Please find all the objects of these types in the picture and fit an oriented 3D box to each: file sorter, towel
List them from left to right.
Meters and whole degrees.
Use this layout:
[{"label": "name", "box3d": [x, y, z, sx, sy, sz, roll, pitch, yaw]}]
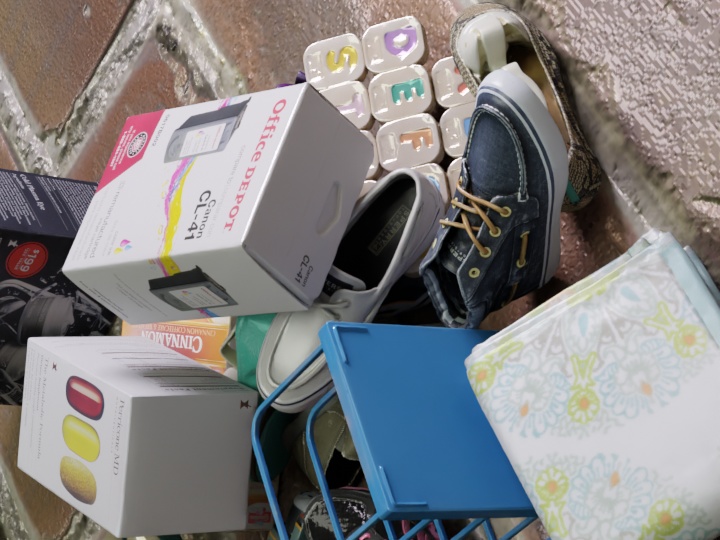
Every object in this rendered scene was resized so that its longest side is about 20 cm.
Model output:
[{"label": "file sorter", "box3d": [0.045, 0.128, 1.351, 0.123, 0.199, 0.139, -45, 53, 41]}, {"label": "towel", "box3d": [0.175, 0.090, 1.264, 0.171, 0.048, 0.200, -34, 57, 11]}]

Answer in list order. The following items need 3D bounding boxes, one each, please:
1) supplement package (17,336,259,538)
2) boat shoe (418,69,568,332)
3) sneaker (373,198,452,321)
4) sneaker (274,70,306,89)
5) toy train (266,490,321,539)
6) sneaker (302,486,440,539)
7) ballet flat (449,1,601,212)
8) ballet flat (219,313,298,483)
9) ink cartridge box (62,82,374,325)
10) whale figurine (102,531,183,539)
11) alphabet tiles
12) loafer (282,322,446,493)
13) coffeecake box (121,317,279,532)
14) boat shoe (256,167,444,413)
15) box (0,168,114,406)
[{"label": "supplement package", "box3d": [-0.176, 0.125, 1.536, 0.200, 0.109, 0.114, 18, 105, 57]}, {"label": "boat shoe", "box3d": [0.086, -0.038, 1.328, 0.071, 0.091, 0.201, 36, 153, 33]}, {"label": "sneaker", "box3d": [0.000, 0.000, 1.512, 0.200, 0.079, 0.079, -34, 60, 40]}, {"label": "sneaker", "box3d": [-0.084, -0.072, 1.544, 0.200, 0.074, 0.088, -71, -5, -45]}, {"label": "toy train", "box3d": [-0.050, 0.271, 1.534, 0.114, 0.085, 0.201, 38, 114, 55]}, {"label": "sneaker", "box3d": [0.028, 0.220, 1.398, 0.200, 0.095, 0.079, 36, 101, 27]}, {"label": "ballet flat", "box3d": [0.111, -0.132, 1.399, 0.068, 0.075, 0.200, -28, 58, 7]}, {"label": "ballet flat", "box3d": [-0.078, 0.085, 1.544, 0.070, 0.067, 0.200, 33, 141, 18]}, {"label": "ink cartridge box", "box3d": [-0.105, -0.046, 1.441, 0.200, 0.086, 0.148, -8, 52, 44]}, {"label": "whale figurine", "box3d": [-0.153, 0.266, 1.606, 0.159, 0.103, 0.200, 54, 148, 34]}, {"label": "alphabet tiles", "box3d": [0.014, -0.088, 1.480, 0.195, 0.015, 0.201, -13, 72, 16]}, {"label": "loafer", "box3d": [0.015, 0.106, 1.492, 0.200, 0.075, 0.070, -49, 57, 45]}, {"label": "coffeecake box", "box3d": [-0.135, 0.109, 1.657, 0.153, 0.073, 0.201, 3, 88, 49]}, {"label": "boat shoe", "box3d": [-0.011, 0.012, 1.418, 0.072, 0.066, 0.200, 40, 90, 19]}, {"label": "box", "box3d": [-0.323, 0.016, 1.807, 0.104, 0.182, 0.200, 52, 123, 39]}]
